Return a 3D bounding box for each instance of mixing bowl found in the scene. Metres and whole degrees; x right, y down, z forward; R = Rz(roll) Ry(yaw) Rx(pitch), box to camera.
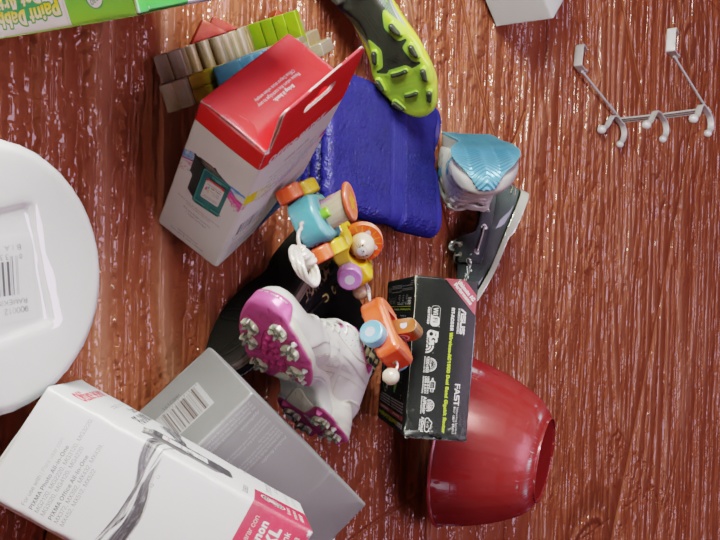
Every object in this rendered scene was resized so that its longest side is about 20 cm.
[{"bbox_3d":[0.156,0.204,1.213,0.200,0.108,0.200,10,90,-70],"label":"mixing bowl"}]

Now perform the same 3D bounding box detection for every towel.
[{"bbox_3d":[0.012,-0.117,1.104,0.200,0.049,0.148,11,76,-52],"label":"towel"}]

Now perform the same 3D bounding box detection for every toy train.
[{"bbox_3d":[0.000,0.000,0.917,0.200,0.056,0.150,51,16,-50],"label":"toy train"}]

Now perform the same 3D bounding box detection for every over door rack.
[{"bbox_3d":[0.400,-0.244,1.520,0.200,0.148,0.067,46,51,-44],"label":"over door rack"}]

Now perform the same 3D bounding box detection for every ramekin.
[{"bbox_3d":[-0.267,0.004,0.699,0.200,0.098,0.201,-3,94,-53],"label":"ramekin"}]

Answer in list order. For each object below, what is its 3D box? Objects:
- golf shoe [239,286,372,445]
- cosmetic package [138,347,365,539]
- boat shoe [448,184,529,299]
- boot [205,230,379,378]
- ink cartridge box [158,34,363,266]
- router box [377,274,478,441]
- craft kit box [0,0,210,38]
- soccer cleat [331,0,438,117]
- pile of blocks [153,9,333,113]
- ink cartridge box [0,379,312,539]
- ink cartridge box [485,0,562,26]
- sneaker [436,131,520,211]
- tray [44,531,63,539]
[{"bbox_3d":[-0.042,0.065,0.916,0.092,0.075,0.200,-56,148,-26],"label":"golf shoe"},{"bbox_3d":[-0.095,0.172,0.919,0.107,0.090,0.200,-43,133,-9],"label":"cosmetic package"},{"bbox_3d":[0.133,-0.022,1.270,0.062,0.073,0.200,30,69,-3],"label":"boat shoe"},{"bbox_3d":[-0.052,0.064,1.009,0.200,0.073,0.151,-57,134,-41],"label":"boot"},{"bbox_3d":[-0.082,-0.106,0.859,0.067,0.200,0.116,39,51,4],"label":"ink cartridge box"},{"bbox_3d":[0.064,0.084,1.072,0.200,0.062,0.150,162,-67,-84],"label":"router box"},{"bbox_3d":[-0.155,-0.201,0.751,0.197,0.200,0.049,-33,118,-48],"label":"craft kit box"},{"bbox_3d":[0.025,-0.247,1.069,0.200,0.065,0.084,56,33,-19],"label":"soccer cleat"},{"bbox_3d":[-0.098,-0.194,0.922,0.200,0.082,0.062,-35,113,-47],"label":"pile of blocks"},{"bbox_3d":[-0.143,0.159,0.749,0.200,0.145,0.083,30,83,-4],"label":"ink cartridge box"},{"bbox_3d":[0.188,-0.418,1.281,0.145,0.084,0.200,-59,135,-32],"label":"ink cartridge box"},{"bbox_3d":[0.125,-0.100,1.159,0.200,0.076,0.081,-93,-173,-76],"label":"sneaker"},{"bbox_3d":[-0.222,0.299,0.827,0.099,0.037,0.200,32,67,-49],"label":"tray"}]
